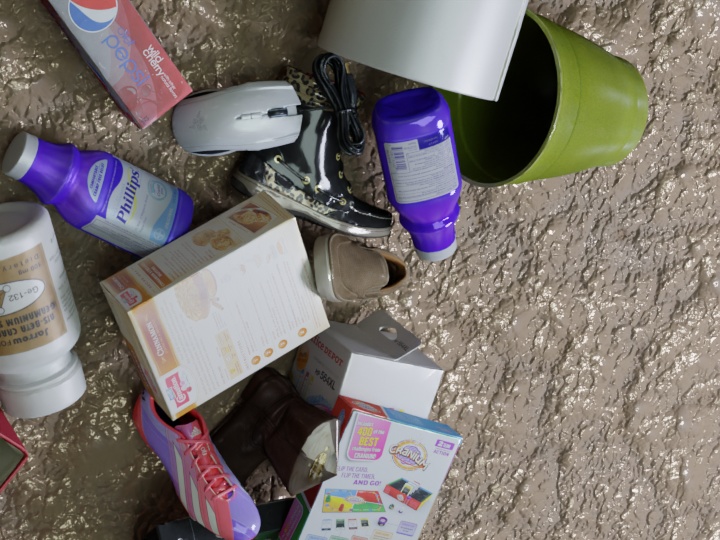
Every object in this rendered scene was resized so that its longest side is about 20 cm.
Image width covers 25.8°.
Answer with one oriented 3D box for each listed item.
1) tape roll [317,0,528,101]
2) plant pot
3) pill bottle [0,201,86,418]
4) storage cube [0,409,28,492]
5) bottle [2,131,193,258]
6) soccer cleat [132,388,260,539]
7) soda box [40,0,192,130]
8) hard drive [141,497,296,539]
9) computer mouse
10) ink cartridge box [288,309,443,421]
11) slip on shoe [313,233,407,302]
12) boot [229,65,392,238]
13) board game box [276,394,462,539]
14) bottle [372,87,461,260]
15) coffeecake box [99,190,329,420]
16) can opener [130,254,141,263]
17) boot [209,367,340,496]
[{"bbox_3d":[0.068,-0.272,1.643,0.202,0.203,0.140,10,102,-30],"label":"tape roll"},{"bbox_3d":[0.215,-0.187,1.771,0.192,0.200,0.201,2,107,-41],"label":"plant pot"},{"bbox_3d":[-0.345,0.042,1.587,0.114,0.114,0.201,-21,116,-20],"label":"pill bottle"},{"bbox_3d":[-0.462,0.171,1.534,0.171,0.180,0.200,41,87,-32],"label":"storage cube"},{"bbox_3d":[-0.267,-0.079,1.608,0.200,0.065,0.084,28,61,-32],"label":"bottle"},{"bbox_3d":[-0.175,0.205,1.695,0.067,0.200,0.077,-27,159,-37],"label":"soccer cleat"},{"bbox_3d":[-0.254,-0.241,1.565,0.070,0.063,0.200,-39,121,-9],"label":"soda box"},{"bbox_3d":[-0.150,0.301,1.776,0.199,0.140,0.038,-7,69,-24],"label":"hard drive"},{"bbox_3d":[-0.099,-0.160,1.639,0.199,0.044,0.110,-10,96,2],"label":"computer mouse"},{"bbox_3d":[-0.006,0.149,1.795,0.125,0.129,0.201,12,102,-29],"label":"ink cartridge box"},{"bbox_3d":[0.000,0.000,1.718,0.060,0.200,0.076,-7,80,16],"label":"slip on shoe"},{"bbox_3d":[-0.031,-0.126,1.721,0.199,0.073,0.151,18,98,-26],"label":"boot"},{"bbox_3d":[0.007,0.250,1.739,0.153,0.040,0.201,19,99,-31],"label":"board game box"},{"bbox_3d":[0.068,-0.100,1.711,0.083,0.065,0.200,-14,130,0],"label":"bottle"},{"bbox_3d":[-0.148,0.036,1.639,0.200,0.073,0.154,-31,130,-18],"label":"coffeecake box"},{"bbox_3d":[-0.160,0.027,1.715,0.200,0.053,0.067,21,96,-32],"label":"can opener"},{"bbox_3d":[-0.100,0.215,1.725,0.064,0.200,0.187,22,96,-31],"label":"boot"}]
